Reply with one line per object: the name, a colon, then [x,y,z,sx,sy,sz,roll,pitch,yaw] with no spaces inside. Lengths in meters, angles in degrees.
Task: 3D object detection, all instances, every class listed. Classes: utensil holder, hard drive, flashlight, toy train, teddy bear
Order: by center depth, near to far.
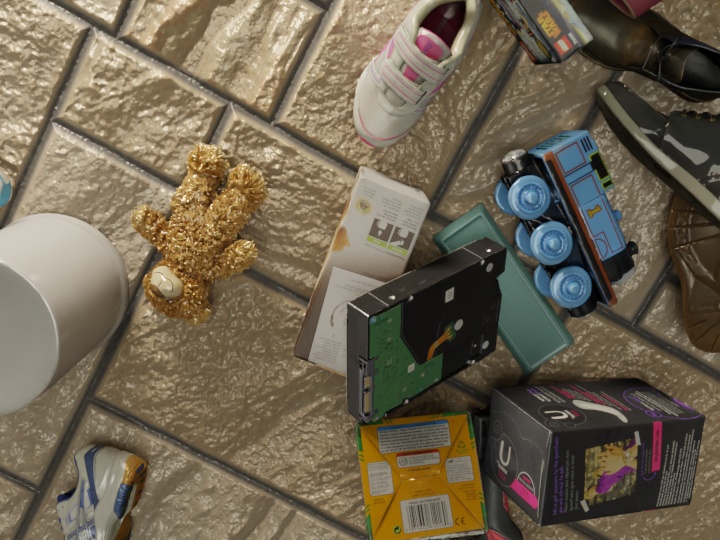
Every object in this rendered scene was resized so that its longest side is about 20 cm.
utensil holder: [-0.350,0.038,0.834,0.168,0.200,0.172,0,102,0]
hard drive: [0.070,0.061,0.843,0.199,0.038,0.141,-26,130,-34]
toy train: [0.226,-0.050,0.871,0.113,0.087,0.201,-28,101,0]
teddy bear: [-0.179,-0.038,0.884,0.145,0.067,0.200,43,99,-6]
flashlight: [0.164,0.261,0.952,0.067,0.068,0.202,0,98,5]

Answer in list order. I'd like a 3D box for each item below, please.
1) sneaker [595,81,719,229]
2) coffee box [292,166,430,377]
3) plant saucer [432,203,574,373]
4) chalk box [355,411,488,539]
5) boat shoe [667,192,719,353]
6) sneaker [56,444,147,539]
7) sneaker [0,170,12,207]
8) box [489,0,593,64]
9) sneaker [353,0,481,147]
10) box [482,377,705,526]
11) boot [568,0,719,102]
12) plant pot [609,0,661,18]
sneaker: [0.344,-0.146,0.840,0.106,0.075,0.200,-45,80,8]
coffee box: [0.000,0.000,0.867,0.079,0.114,0.202,20,101,-4]
plant saucer: [0.165,0.025,0.920,0.070,0.019,0.201,-34,101,8]
chalk box: [0.066,0.240,0.898,0.123,0.200,0.125,-7,70,0]
boat shoe: [0.383,-0.013,0.895,0.073,0.063,0.202,0,101,27]
sneaker: [-0.323,0.301,0.965,0.087,0.075,0.202,20,95,8]
sneaker: [-0.468,-0.118,0.867,0.199,0.081,0.077,33,103,14]
box: [0.140,-0.293,0.789,0.040,0.137,0.201,-37,99,10]
sneaker: [0.056,-0.218,0.831,0.081,0.088,0.201,30,101,-6]
box: [0.249,0.190,0.874,0.198,0.122,0.107,0,103,-21]
boot: [0.300,-0.231,0.822,0.198,0.097,0.075,22,102,-5]
plant pot: [0.281,-0.349,0.754,0.200,0.200,0.179,44,110,-8]
